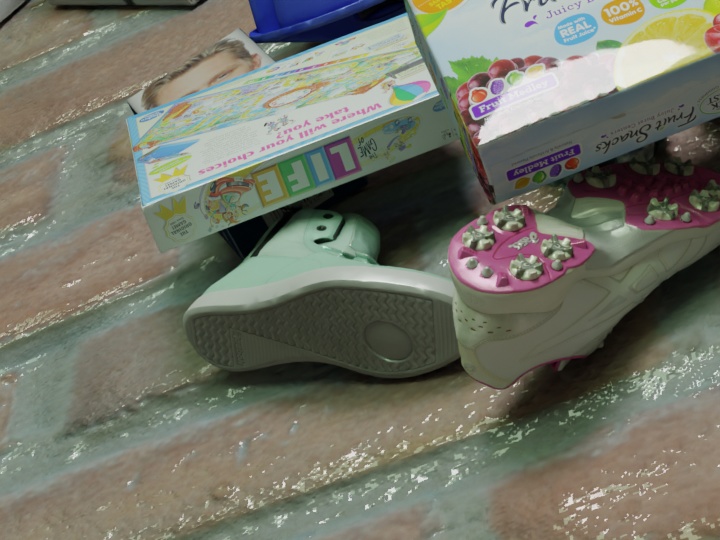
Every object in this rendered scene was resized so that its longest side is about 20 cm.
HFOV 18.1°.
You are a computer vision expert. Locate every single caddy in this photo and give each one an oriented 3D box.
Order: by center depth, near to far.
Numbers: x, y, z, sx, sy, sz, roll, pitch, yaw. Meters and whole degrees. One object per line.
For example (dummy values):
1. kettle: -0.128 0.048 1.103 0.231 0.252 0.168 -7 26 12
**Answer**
1. caddy: 0.005 -0.221 1.608 0.199 0.106 0.141 -25 13 -15

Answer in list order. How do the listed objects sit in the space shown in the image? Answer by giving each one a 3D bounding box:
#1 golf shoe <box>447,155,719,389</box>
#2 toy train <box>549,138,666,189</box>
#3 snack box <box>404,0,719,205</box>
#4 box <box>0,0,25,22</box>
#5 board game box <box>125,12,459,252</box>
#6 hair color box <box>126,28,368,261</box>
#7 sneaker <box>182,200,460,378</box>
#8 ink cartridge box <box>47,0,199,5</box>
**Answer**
1. golf shoe: 0.125 -0.001 1.211 0.199 0.092 0.075 -19 40 -31
2. toy train: 0.109 -0.121 1.361 0.085 0.114 0.200 -34 30 -7
3. snack box: 0.137 -0.133 1.225 0.198 0.053 0.143 -21 47 -1
4. box: -0.366 -0.342 2.039 0.198 0.172 0.200 5 45 44
5. board game box: -0.043 -0.089 1.394 0.198 0.034 0.135 -20 28 1
6. hair color box: -0.080 -0.088 1.527 0.100 0.061 0.200 -33 30 -7
7. sneaker: 0.000 0.000 1.316 0.199 0.074 0.118 -1 37 37
8. ink cartridge box: -0.176 -0.296 1.896 0.199 0.083 0.147 7 46 44
